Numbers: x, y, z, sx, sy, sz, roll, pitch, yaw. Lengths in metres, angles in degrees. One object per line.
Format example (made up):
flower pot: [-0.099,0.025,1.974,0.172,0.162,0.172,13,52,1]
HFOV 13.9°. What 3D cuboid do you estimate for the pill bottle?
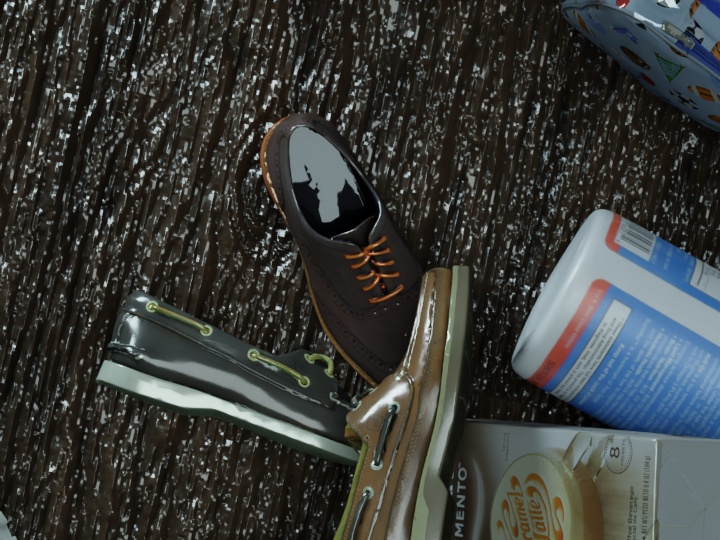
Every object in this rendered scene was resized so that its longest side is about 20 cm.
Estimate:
pill bottle: [0.198,0.058,1.733,0.199,0.112,0.113,30,88,-2]

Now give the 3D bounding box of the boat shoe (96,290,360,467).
boat shoe: [-0.051,0.068,1.735,0.200,0.072,0.061,19,82,-9]

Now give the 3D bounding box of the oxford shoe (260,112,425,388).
oxford shoe: [0.000,0.000,1.739,0.071,0.073,0.201,-32,92,-4]

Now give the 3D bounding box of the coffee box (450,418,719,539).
coffee box: [0.128,0.146,1.681,0.079,0.200,0.115,4,88,-36]

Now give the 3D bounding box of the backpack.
backpack: [0.220,-0.163,1.707,0.190,0.200,0.155,28,93,-11]

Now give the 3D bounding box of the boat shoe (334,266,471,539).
boat shoe: [0.023,0.089,1.670,0.068,0.072,0.201,5,67,10]

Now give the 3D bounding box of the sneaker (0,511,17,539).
sneaker: [-0.231,0.210,1.722,0.076,0.080,0.201,-11,70,-40]
